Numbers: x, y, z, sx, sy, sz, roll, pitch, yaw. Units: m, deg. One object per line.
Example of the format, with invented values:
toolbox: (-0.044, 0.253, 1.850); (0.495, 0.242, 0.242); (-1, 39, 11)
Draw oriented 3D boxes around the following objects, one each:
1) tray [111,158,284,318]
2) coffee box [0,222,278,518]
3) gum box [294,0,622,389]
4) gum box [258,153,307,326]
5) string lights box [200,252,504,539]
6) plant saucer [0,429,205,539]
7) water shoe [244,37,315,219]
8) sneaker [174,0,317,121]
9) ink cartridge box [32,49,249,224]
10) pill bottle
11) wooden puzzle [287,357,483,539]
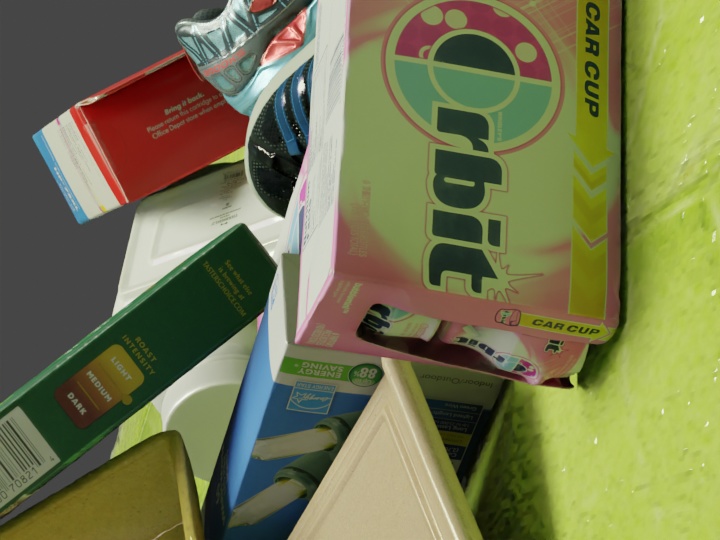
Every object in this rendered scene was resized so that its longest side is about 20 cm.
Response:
tray: (-0.072, -0.029, 1.460); (0.200, 0.022, 0.108); (-18, 48, 37)
coffee box: (-0.128, 0.057, 1.196); (0.200, 0.044, 0.123); (-39, 2, -14)
gum box: (0.040, -0.054, 0.995); (0.066, 0.113, 0.201); (119, 157, -60)
gum box: (0.000, 0.000, 1.232); (0.114, 0.066, 0.200); (-92, 16, -47)
string lights box: (-0.009, 0.087, 1.160); (0.059, 0.102, 0.200); (-95, 17, -45)
plant saucer: (-0.132, 0.204, 1.159); (0.200, 0.048, 0.201); (-31, 50, 24)
water shoe: (-0.008, -0.077, 1.307); (0.200, 0.071, 0.079); (124, 153, -45)
sneaker: (-0.030, -0.178, 1.357); (0.200, 0.095, 0.079); (-54, -4, 14)
ink cartridge box: (-0.117, -0.088, 1.499); (0.067, 0.116, 0.200); (63, 164, -5)
pill bottle: (-0.079, 0.033, 1.532); (0.200, 0.108, 0.109); (-96, 19, -50)
wooden puzzle: (0.014, 0.163, 1.058); (0.200, 0.037, 0.185); (-65, 32, 36)
